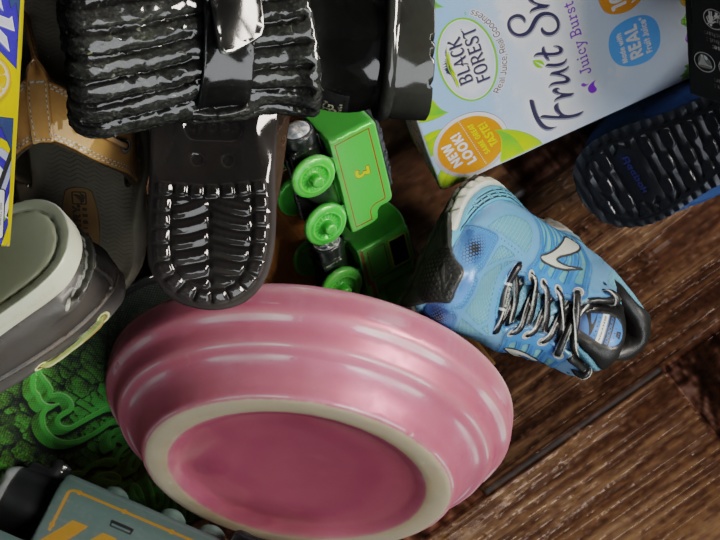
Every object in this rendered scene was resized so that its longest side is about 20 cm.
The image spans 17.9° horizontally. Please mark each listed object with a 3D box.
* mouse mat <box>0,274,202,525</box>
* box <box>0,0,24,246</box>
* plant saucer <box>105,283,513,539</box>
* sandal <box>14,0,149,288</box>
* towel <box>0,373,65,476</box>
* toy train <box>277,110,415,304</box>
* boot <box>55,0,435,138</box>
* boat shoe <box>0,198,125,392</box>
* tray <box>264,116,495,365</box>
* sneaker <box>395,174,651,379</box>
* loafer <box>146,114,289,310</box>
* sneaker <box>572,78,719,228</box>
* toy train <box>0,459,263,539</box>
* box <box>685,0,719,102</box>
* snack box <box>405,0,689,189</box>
[{"bbox_3d":[-0.141,0.094,1.169,0.161,0.008,0.200,-28,142,-6],"label":"mouse mat"},{"bbox_3d":[-0.174,-0.113,0.931,0.064,0.070,0.201,0,107,-21],"label":"box"},{"bbox_3d":[-0.027,0.079,1.107,0.200,0.051,0.201,6,148,4],"label":"plant saucer"},{"bbox_3d":[-0.136,-0.058,1.025,0.081,0.055,0.200,6,128,5],"label":"sandal"},{"bbox_3d":[-0.235,0.050,1.109,0.200,0.030,0.147,6,125,-30],"label":"towel"},{"bbox_3d":[0.000,0.000,1.112,0.056,0.042,0.200,-28,134,-14],"label":"toy train"},{"bbox_3d":[-0.049,-0.159,0.943,0.157,0.079,0.212,1,83,-5],"label":"boot"},{"bbox_3d":[-0.200,0.042,1.040,0.201,0.072,0.061,-28,143,14],"label":"boat shoe"},{"bbox_3d":[-0.019,0.010,1.160,0.099,0.037,0.200,-34,133,6],"label":"tray"},{"bbox_3d":[0.090,0.009,1.122,0.200,0.090,0.079,6,112,-62],"label":"sneaker"},{"bbox_3d":[-0.064,-0.084,1.015,0.073,0.071,0.201,9,91,-4],"label":"loafer"},{"bbox_3d":[0.198,-0.077,1.110,0.200,0.078,0.066,-16,109,36],"label":"sneaker"},{"bbox_3d":[-0.109,0.168,1.118,0.200,0.114,0.085,22,154,7],"label":"toy train"},{"bbox_3d":[0.253,-0.160,1.008,0.200,0.148,0.124,-47,143,-33],"label":"box"},{"bbox_3d":[0.104,-0.140,1.079,0.200,0.053,0.142,-24,132,-3],"label":"snack box"}]
